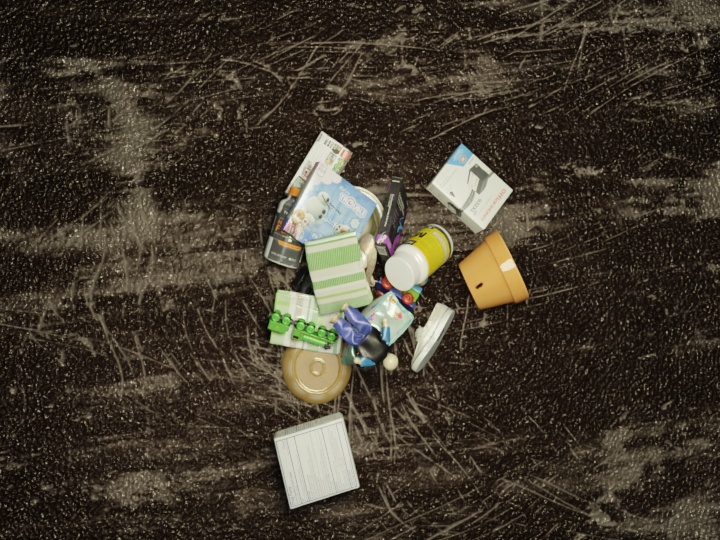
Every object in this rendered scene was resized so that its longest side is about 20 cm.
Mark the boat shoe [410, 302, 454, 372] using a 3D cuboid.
[{"bbox_3d":[0.187,0.184,1.717,0.069,0.071,0.204,29,87,24],"label":"boat shoe"}]

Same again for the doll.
[{"bbox_3d":[0.020,0.168,1.517,0.200,0.048,0.137,44,78,0],"label":"doll"}]

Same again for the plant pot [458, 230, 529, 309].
[{"bbox_3d":[0.358,0.013,1.686,0.137,0.200,0.205,-25,90,9],"label":"plant pot"}]

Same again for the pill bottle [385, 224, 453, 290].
[{"bbox_3d":[0.157,-0.034,1.652,0.199,0.114,0.116,-37,91,-43],"label":"pill bottle"}]

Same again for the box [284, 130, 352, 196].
[{"bbox_3d":[-0.117,-0.273,1.720,0.108,0.035,0.203,32,84,-3],"label":"box"}]

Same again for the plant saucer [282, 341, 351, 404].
[{"bbox_3d":[-0.120,0.265,1.688,0.193,0.035,0.208,0,87,-6],"label":"plant saucer"}]

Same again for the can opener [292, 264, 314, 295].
[{"bbox_3d":[-0.166,0.086,1.690,0.063,0.078,0.205,29,86,-42],"label":"can opener"}]

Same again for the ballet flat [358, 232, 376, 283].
[{"bbox_3d":[0.000,0.000,1.633,0.066,0.067,0.206,-23,130,-40],"label":"ballet flat"}]

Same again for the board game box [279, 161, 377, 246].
[{"bbox_3d":[-0.082,-0.143,1.610,0.197,0.043,0.203,31,83,-23],"label":"board game box"}]

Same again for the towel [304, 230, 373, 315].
[{"bbox_3d":[-0.057,0.007,1.588,0.147,0.024,0.206,-11,111,6],"label":"towel"}]

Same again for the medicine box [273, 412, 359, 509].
[{"bbox_3d":[-0.119,0.504,1.640,0.193,0.103,0.188,-14,88,-6],"label":"medicine box"}]

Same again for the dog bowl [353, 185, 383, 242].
[{"bbox_3d":[-0.026,-0.127,1.702,0.193,0.074,0.208,0,87,-7],"label":"dog bowl"}]

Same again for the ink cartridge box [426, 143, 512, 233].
[{"bbox_3d":[0.308,-0.230,1.738,0.199,0.084,0.146,40,83,-3],"label":"ink cartridge box"}]

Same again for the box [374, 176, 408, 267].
[{"bbox_3d":[0.087,-0.128,1.659,0.035,0.143,0.206,8,71,15],"label":"box"}]

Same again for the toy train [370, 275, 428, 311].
[{"bbox_3d":[0.088,0.014,1.711,0.198,0.085,0.117,36,68,4],"label":"toy train"}]

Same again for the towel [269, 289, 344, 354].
[{"bbox_3d":[-0.140,0.141,1.649,0.193,0.031,0.155,9,95,-5],"label":"towel"}]

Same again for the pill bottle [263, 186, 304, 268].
[{"bbox_3d":[-0.185,-0.119,1.653,0.103,0.106,0.206,17,95,-4],"label":"pill bottle"}]

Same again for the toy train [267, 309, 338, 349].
[{"bbox_3d":[-0.153,0.159,1.622,0.194,0.042,0.058,20,107,-5],"label":"toy train"}]

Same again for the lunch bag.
[{"bbox_3d":[0.031,0.171,1.632,0.122,0.170,0.201,43,73,-2],"label":"lunch bag"}]
